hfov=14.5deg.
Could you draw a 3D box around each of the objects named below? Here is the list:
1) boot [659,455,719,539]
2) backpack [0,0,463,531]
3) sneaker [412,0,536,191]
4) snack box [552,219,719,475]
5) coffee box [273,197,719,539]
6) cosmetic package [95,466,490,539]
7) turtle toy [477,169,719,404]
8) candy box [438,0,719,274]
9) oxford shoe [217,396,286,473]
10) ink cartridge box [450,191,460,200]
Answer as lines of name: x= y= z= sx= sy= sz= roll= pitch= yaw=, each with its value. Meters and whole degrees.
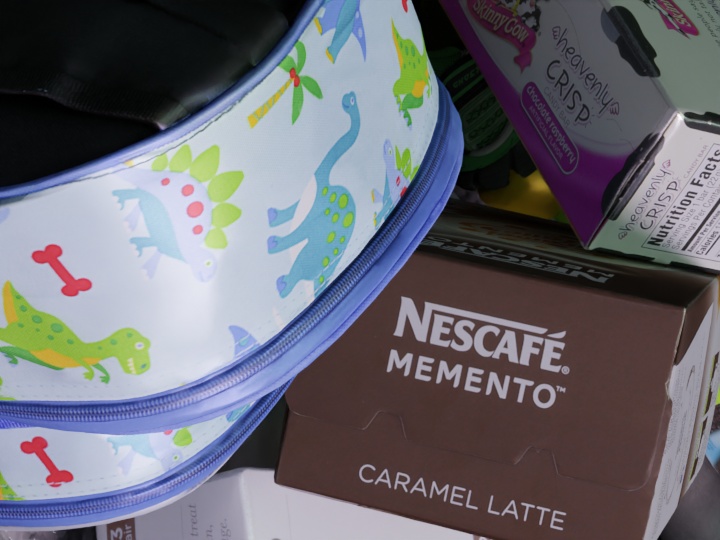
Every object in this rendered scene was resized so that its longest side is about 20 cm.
boot: x=0.157 y=0.141 z=1.247 sx=0.182 sy=0.073 sz=0.200 roll=-74 pitch=155 yaw=-45
backpack: x=-0.078 y=-0.027 z=0.732 sx=0.183 sy=0.200 sz=0.147 roll=-55 pitch=136 yaw=-42
sneaker: x=0.052 y=-0.136 z=1.053 sx=0.085 sy=0.078 sz=0.200 roll=32 pitch=64 yaw=-52
snack box: x=0.154 y=0.006 z=1.194 sx=0.200 sy=0.037 sz=0.116 roll=54 pitch=42 yaw=-10
coffee box: x=0.053 y=0.029 z=0.904 sx=0.200 sy=0.114 sz=0.080 roll=-23 pitch=124 yaw=-78
cosmetic package: x=0.012 y=0.123 z=0.916 sx=0.200 sy=0.074 sz=0.102 roll=9 pitch=70 yaw=-48
turtle toy: x=0.127 y=-0.040 z=1.087 sx=0.146 sy=0.101 sz=0.200 roll=18 pitch=76 yaw=-22
candy box: x=0.140 y=-0.056 z=0.955 sx=0.200 sy=0.136 sz=0.061 roll=11 pitch=126 yaw=-33
oxford shoe: x=-0.011 y=0.111 z=0.988 sx=0.075 sy=0.058 sz=0.200 roll=-39 pitch=122 yaw=-46
ink cartridge box: x=0.000 y=0.000 z=1.018 sx=0.200 sy=0.037 sz=0.095 roll=51 pitch=51 yaw=-50
